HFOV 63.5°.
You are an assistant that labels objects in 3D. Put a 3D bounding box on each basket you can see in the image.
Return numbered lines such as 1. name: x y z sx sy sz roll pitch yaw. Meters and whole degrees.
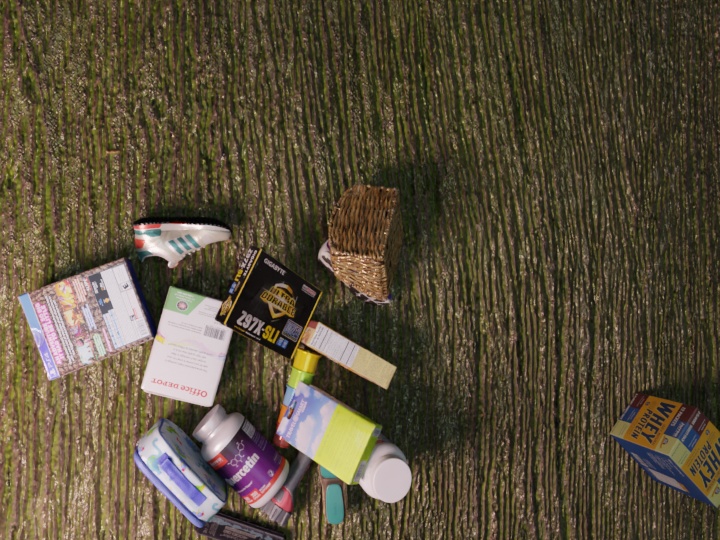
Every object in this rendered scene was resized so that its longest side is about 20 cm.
1. basket: 0.009 -0.061 1.243 0.137 0.151 0.205 6 54 13

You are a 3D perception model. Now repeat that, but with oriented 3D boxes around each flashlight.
1. flashlight: -0.132 0.433 1.236 0.067 0.067 0.203 38 74 -20

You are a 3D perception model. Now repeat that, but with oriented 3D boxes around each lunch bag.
1. lunch bag: -0.345 0.386 1.121 0.082 0.160 0.201 -42 100 -13

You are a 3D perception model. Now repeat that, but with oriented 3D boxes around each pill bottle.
1. pill bottle: -0.243 0.371 1.176 0.113 0.112 0.201 -45 100 -12
2. pill bottle: 0.036 0.405 1.211 0.105 0.199 0.113 0 89 -16

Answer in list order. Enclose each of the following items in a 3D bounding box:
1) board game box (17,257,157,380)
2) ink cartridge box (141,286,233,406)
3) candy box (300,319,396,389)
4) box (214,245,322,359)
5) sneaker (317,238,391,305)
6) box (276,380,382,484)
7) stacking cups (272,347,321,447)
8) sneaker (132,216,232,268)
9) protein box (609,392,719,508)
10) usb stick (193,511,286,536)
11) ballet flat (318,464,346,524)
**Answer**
1. board game box: -0.513 0.088 1.111 0.194 0.097 0.165 -21 94 -15
2. ink cartridge box: -0.339 0.150 1.167 0.140 0.084 0.207 17 84 -15
3. candy box: -0.029 0.176 1.241 0.196 0.115 0.057 31 80 -13
4. box: -0.181 0.070 1.184 0.199 0.048 0.163 38 75 -45
5. sneaker: 0.000 0.000 1.277 0.199 0.080 0.084 43 67 -14
6. box: -0.065 0.323 1.171 0.196 0.048 0.125 23 84 30
7. stacking cups: -0.138 0.271 1.235 0.059 0.060 0.207 17 84 -15
8. sneaker: -0.360 -0.056 1.184 0.193 0.070 0.097 -1 106 -18
9. protein box: 0.769 0.432 1.424 0.198 0.199 0.136 44 78 -11
10. usb stick: -0.248 0.548 1.212 0.195 0.033 0.057 25 90 -14
11. ballet flat: -0.057 0.436 1.246 0.068 0.065 0.208 3 99 -4
